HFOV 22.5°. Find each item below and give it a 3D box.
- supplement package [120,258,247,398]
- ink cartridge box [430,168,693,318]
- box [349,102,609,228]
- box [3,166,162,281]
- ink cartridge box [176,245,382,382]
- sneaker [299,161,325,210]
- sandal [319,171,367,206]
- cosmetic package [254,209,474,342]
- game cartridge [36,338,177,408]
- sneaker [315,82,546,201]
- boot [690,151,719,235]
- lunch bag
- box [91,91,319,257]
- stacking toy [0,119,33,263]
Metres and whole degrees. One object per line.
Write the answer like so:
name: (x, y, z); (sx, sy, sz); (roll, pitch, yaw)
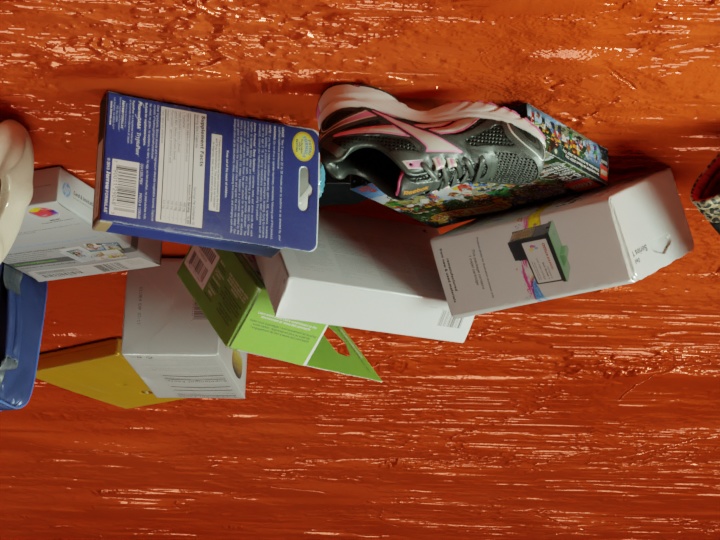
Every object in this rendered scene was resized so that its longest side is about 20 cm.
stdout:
supplement package: (-0.194, 0.069, 2.050); (0.109, 0.114, 0.200); (0, 163, 5)
ink cartridge box: (0.191, -0.026, 1.706); (0.199, 0.084, 0.145); (-13, -174, 35)
box: (0.109, -0.093, 1.666); (0.199, 0.038, 0.136); (-13, 156, 37)
box: (-0.317, -0.043, 1.841); (0.155, 0.041, 0.200); (-8, 160, 24)
ink cartridge box: (-0.069, 0.030, 1.866); (0.199, 0.148, 0.076); (15, 113, -36)
sneaker: (-0.132, -0.081, 1.657); (0.199, 0.077, 0.081); (-2, 166, 9)
sandal: (-0.091, -0.069, 1.742); (0.199, 0.043, 0.076); (-4, 161, 16)
cosmetic package: (0.000, 0.000, 1.789); (0.199, 0.151, 0.052); (9, 121, -20)
game cartridge: (-0.315, 0.137, 2.398); (0.176, 0.033, 0.200); (-12, 155, 35)
sneaker: (0.056, -0.092, 1.536); (0.199, 0.087, 0.081); (7, 140, 2)
boot: (0.398, -0.071, 1.615); (0.151, 0.200, 0.073); (47, -177, -24)
lunch bag: (-0.417, 0.065, 1.921); (0.132, 0.201, 0.136); (-14, 151, 33)
box: (-0.133, -0.080, 1.589); (0.199, 0.122, 0.032); (9, 159, -20)
stacking toy: (-0.406, -0.085, 1.629); (0.199, 0.147, 0.146); (15, 163, 6)
